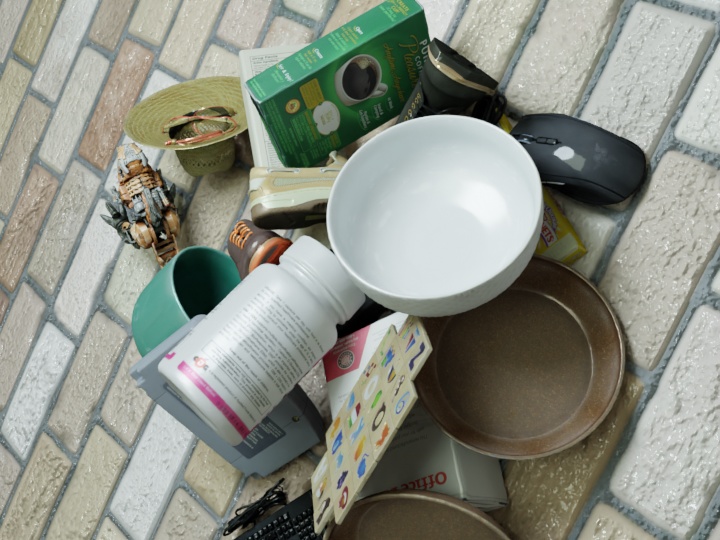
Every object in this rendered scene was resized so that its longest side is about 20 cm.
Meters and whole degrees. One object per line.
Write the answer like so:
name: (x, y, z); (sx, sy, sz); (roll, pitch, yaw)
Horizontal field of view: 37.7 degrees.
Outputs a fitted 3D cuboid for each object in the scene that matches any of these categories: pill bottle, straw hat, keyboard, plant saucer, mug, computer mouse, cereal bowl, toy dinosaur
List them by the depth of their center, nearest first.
plant saucer: (0.065, 0.268, 0.969); (0.199, 0.201, 0.037); (-25, 22, 33)
plant saucer: (0.143, 0.081, 0.979); (0.198, 0.037, 0.202); (-3, 64, 6)
cereal bowl: (0.073, -0.041, 0.981); (0.198, 0.084, 0.202); (-7, 58, 12)
computer mouse: (0.163, -0.095, 1.017); (0.199, 0.046, 0.141); (27, 83, 33)
pill bottle: (-0.095, 0.067, 1.061); (0.200, 0.114, 0.113); (-45, 48, -14)
keyboard: (-0.122, 0.311, 1.191); (0.199, 0.039, 0.105); (-38, 58, 26)
mug: (-0.187, 0.079, 1.230); (0.114, 0.151, 0.186); (-40, 55, 30)
straw hat: (-0.200, -0.166, 1.343); (0.200, 0.200, 0.086); (24, 138, 41)
toy dinosaur: (-0.271, -0.063, 1.343); (0.136, 0.101, 0.202); (-156, 65, -66)

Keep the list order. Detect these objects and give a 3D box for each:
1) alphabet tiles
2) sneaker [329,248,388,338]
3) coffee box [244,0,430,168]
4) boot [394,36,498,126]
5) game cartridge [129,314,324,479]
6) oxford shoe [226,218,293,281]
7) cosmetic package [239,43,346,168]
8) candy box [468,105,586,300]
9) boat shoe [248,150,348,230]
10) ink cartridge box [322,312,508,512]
alphabet tiles: (0.007, 0.135, 0.962); (0.201, 0.006, 0.167); (-60, 14, 13)
sneaker: (0.002, 0.000, 1.151); (0.199, 0.060, 0.105); (-36, 63, 32)
coffee box: (-0.013, -0.196, 1.121); (0.199, 0.123, 0.044); (-32, 52, -6)
boot: (0.068, -0.152, 1.058); (0.077, 0.200, 0.139); (37, 100, 4)
game cartridge: (-0.141, 0.140, 1.165); (0.133, 0.200, 0.042); (-37, 21, 24)
oxford shoe: (-0.121, -0.020, 1.174); (0.072, 0.200, 0.071); (41, 82, 0)
cosmetic package: (-0.077, -0.157, 1.220); (0.102, 0.073, 0.202); (-7, 66, -8)
candy box: (0.141, -0.069, 1.073); (0.102, 0.026, 0.201); (-38, 57, 22)
boat shoe: (-0.020, -0.092, 1.117); (0.072, 0.198, 0.077); (126, 139, -64)
ink cartridge box: (0.051, 0.153, 1.055); (0.145, 0.084, 0.202); (-26, 62, 33)
